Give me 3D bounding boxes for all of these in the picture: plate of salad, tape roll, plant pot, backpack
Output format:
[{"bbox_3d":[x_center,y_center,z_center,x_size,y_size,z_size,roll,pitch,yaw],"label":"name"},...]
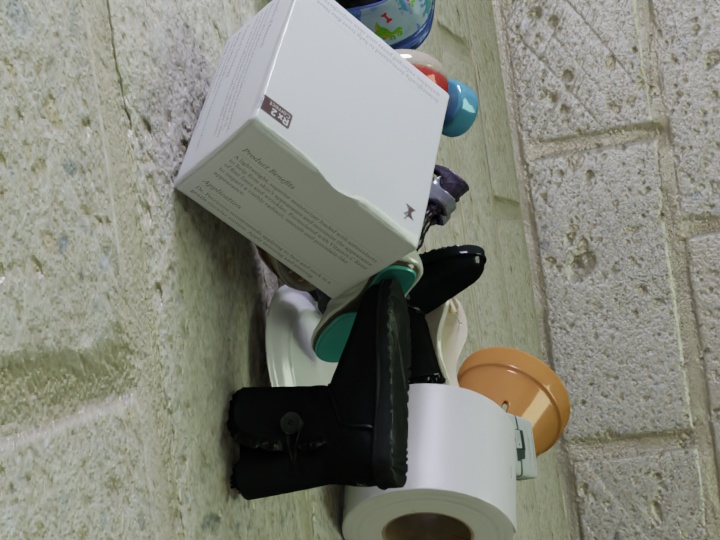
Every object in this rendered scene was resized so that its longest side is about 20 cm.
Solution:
[{"bbox_3d":[-0.059,0.115,1.416,0.200,0.047,0.202,51,30,-46],"label":"plate of salad"},{"bbox_3d":[0.079,0.245,1.573,0.204,0.200,0.141,65,23,-47],"label":"tape roll"},{"bbox_3d":[0.225,0.245,2.194,0.140,0.197,0.202,-52,134,-47],"label":"plant pot"},{"bbox_3d":[0.011,-0.341,1.672,0.148,0.180,0.202,66,25,-43],"label":"backpack"}]

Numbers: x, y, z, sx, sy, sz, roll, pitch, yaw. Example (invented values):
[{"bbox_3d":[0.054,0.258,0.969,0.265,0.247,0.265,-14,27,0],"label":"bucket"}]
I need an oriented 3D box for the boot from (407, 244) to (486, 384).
[{"bbox_3d":[0.074,0.068,1.679,0.073,0.196,0.165,47,31,-60],"label":"boot"}]

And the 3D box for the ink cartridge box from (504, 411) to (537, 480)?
[{"bbox_3d":[0.144,0.240,1.786,0.200,0.144,0.084,29,53,-69],"label":"ink cartridge box"}]

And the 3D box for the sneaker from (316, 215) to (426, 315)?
[{"bbox_3d":[-0.002,-0.034,1.401,0.075,0.201,0.080,1,52,-34],"label":"sneaker"}]

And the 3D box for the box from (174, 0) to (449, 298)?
[{"bbox_3d":[-0.040,-0.122,1.258,0.198,0.130,0.202,36,47,-25],"label":"box"}]

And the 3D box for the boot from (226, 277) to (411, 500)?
[{"bbox_3d":[-0.040,0.108,1.247,0.076,0.166,0.203,46,43,-65],"label":"boot"}]

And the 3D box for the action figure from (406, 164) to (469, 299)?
[{"bbox_3d":[0.051,-0.027,1.589,0.201,0.069,0.131,-55,162,-23],"label":"action figure"}]

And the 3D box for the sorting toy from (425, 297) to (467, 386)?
[{"bbox_3d":[0.099,0.110,1.814,0.200,0.105,0.182,54,17,-70],"label":"sorting toy"}]

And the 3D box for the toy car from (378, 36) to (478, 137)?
[{"bbox_3d":[0.017,-0.124,1.469,0.183,0.175,0.203,21,62,-43],"label":"toy car"}]

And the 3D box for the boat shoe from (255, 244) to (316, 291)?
[{"bbox_3d":[-0.097,-0.072,1.353,0.072,0.075,0.203,-1,-69,67],"label":"boat shoe"}]

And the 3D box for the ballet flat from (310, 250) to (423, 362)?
[{"bbox_3d":[0.007,0.021,1.344,0.200,0.068,0.070,127,-29,-50],"label":"ballet flat"}]
